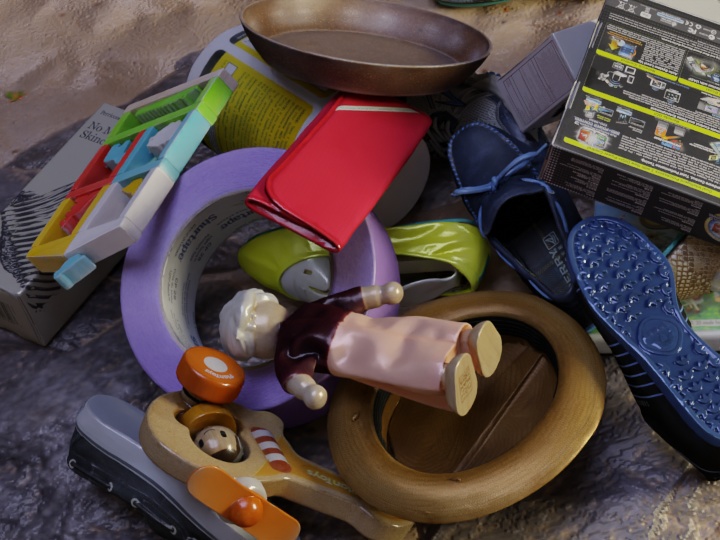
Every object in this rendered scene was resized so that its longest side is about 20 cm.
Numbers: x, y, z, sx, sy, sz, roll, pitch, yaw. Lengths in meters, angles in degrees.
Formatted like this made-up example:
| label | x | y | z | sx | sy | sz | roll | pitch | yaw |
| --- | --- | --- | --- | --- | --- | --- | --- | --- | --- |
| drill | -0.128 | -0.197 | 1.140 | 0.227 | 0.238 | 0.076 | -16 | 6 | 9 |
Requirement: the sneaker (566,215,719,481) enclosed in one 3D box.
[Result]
| label | x | y | z | sx | sy | sz | roll | pitch | yaw |
| --- | --- | --- | --- | --- | --- | --- | --- | --- | --- |
| sneaker | 0.200 | 0.056 | 1.274 | 0.070 | 0.078 | 0.200 | -22 | 60 | -15 |

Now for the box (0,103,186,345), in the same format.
| label | x | y | z | sx | sy | sz | roll | pitch | yaw |
| --- | --- | --- | --- | --- | --- | --- | --- | --- | --- |
| box | -0.232 | -0.040 | 1.513 | 0.082 | 0.069 | 0.200 | 20 | 58 | 29 |

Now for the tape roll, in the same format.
| label | x | y | z | sx | sy | sz | roll | pitch | yaw |
| --- | --- | --- | --- | --- | --- | --- | --- | --- | --- |
| tape roll | -0.074 | 0.014 | 1.370 | 0.199 | 0.066 | 0.201 | -5 | 74 | 17 |

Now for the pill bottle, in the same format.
| label | x | y | z | sx | sy | sz | roll | pitch | yaw |
| --- | --- | --- | --- | --- | --- | --- | --- | --- | --- |
| pill bottle | -0.042 | -0.112 | 1.493 | 0.112 | 0.113 | 0.200 | -40 | 51 | -20 |

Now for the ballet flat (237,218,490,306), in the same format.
| label | x | y | z | sx | sy | sz | roll | pitch | yaw |
| --- | --- | --- | --- | --- | --- | --- | --- | --- | --- |
| ballet flat | 0.000 | 0.000 | 1.415 | 0.199 | 0.067 | 0.067 | -4 | 51 | 10 |

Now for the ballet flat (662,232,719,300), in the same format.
| label | x | y | z | sx | sy | sz | roll | pitch | yaw |
| --- | --- | --- | --- | --- | --- | --- | --- | --- | --- |
| ballet flat | 0.286 | -0.034 | 1.336 | 0.065 | 0.071 | 0.200 | 38 | 70 | 21 |

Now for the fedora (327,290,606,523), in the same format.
| label | x | y | z | sx | sy | sz | roll | pitch | yaw |
| --- | --- | --- | --- | --- | --- | --- | --- | --- | --- |
| fedora | 0.078 | 0.106 | 1.285 | 0.199 | 0.082 | 0.201 | -8 | 48 | 9 |

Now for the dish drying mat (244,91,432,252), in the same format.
| label | x | y | z | sx | sy | sz | roll | pitch | yaw |
| --- | --- | --- | --- | --- | --- | --- | --- | --- | --- |
| dish drying mat | -0.012 | -0.080 | 1.342 | 0.077 | 0.018 | 0.200 | 28 | 35 | 6 |

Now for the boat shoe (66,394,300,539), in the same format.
| label | x | y | z | sx | sy | sz | roll | pitch | yaw |
| --- | --- | --- | --- | --- | --- | --- | --- | --- | --- |
| boat shoe | -0.127 | 0.162 | 1.313 | 0.200 | 0.057 | 0.069 | 34 | 20 | 24 |

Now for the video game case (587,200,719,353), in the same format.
| label | x | y | z | sx | sy | sz | roll | pitch | yaw |
| --- | --- | --- | --- | --- | --- | --- | --- | --- | --- |
| video game case | 0.271 | -0.017 | 1.381 | 0.199 | 0.022 | 0.183 | -2 | 49 | 14 |

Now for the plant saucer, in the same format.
| label | x | y | z | sx | sy | sz | roll | pitch | yaw |
| --- | --- | --- | --- | --- | --- | --- | --- | --- | --- |
| plant saucer | 0.003 | -0.174 | 1.452 | 0.199 | 0.035 | 0.200 | 7 | 22 | -3 |

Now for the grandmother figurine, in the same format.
| label | x | y | z | sx | sy | sz | roll | pitch | yaw |
| --- | --- | --- | --- | --- | --- | --- | --- | --- | --- |
| grandmother figurine | -0.012 | 0.052 | 1.267 | 0.199 | 0.061 | 0.121 | 11 | 33 | 28 |

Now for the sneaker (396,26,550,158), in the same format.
| label | x | y | z | sx | sy | sz | roll | pitch | yaw |
| --- | --- | --- | --- | --- | --- | --- | --- | --- | --- |
| sneaker | 0.082 | -0.118 | 1.502 | 0.085 | 0.077 | 0.200 | -40 | 43 | -7 |

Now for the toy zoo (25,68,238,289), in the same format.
| label | x | y | z | sx | sy | sz | roll | pitch | yaw |
| --- | --- | --- | --- | --- | --- | --- | --- | --- | --- |
| toy zoo | -0.182 | -0.066 | 1.419 | 0.131 | 0.020 | 0.200 | -14 | 38 | 47 |

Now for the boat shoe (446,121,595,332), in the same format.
| label | x | y | z | sx | sy | sz | roll | pitch | yaw |
| --- | --- | --- | --- | --- | --- | --- | --- | --- | --- |
| boat shoe | 0.124 | -0.046 | 1.366 | 0.084 | 0.069 | 0.200 | -46 | 55 | 9 |

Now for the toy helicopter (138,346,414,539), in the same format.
| label | x | y | z | sx | sy | sz | roll | pitch | yaw |
| --- | --- | --- | --- | --- | --- | --- | --- | --- | --- |
| toy helicopter | -0.055 | 0.140 | 1.255 | 0.199 | 0.079 | 0.132 | 23 | 22 | -9 |

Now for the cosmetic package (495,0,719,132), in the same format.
| label | x | y | z | sx | sy | sz | roll | pitch | yaw |
| --- | --- | --- | --- | --- | --- | --- | --- | --- | --- |
| cosmetic package | 0.207 | -0.168 | 1.441 | 0.199 | 0.082 | 0.051 | -22 | 82 | -35 |

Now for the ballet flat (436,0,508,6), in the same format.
| label | x | y | z | sx | sy | sz | roll | pitch | yaw |
| --- | --- | --- | --- | --- | --- | --- | --- | --- | --- |
| ballet flat | 0.152 | -0.275 | 1.614 | 0.199 | 0.074 | 0.074 | -4 | 48 | 12 |

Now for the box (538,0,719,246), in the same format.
| label | x | y | z | sx | sy | sz | roll | pitch | yaw |
| --- | --- | --- | --- | --- | --- | --- | --- | --- | --- |
| box | 0.244 | -0.101 | 1.311 | 0.199 | 0.044 | 0.161 | 20 | 58 | 5 |
